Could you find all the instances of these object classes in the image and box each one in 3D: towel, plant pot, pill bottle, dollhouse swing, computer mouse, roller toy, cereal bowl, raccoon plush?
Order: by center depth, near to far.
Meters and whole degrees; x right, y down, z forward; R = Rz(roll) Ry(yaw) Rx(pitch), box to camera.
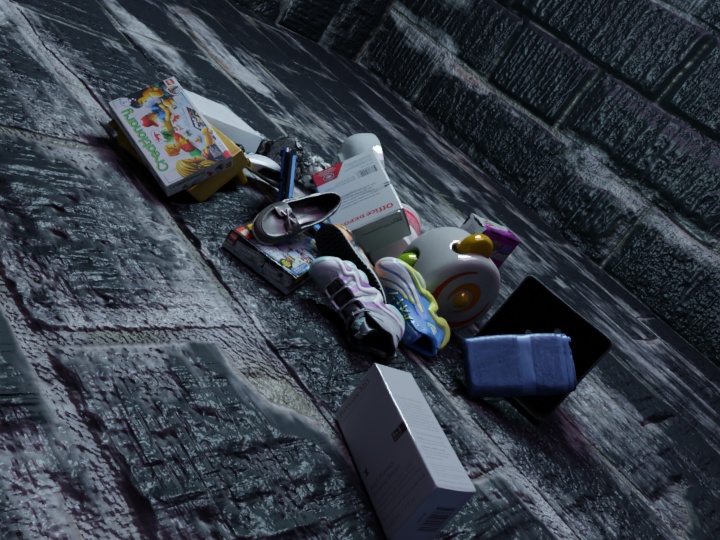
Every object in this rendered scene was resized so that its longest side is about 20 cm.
[{"bbox_3d":[0.279,0.168,1.238,0.200,0.049,0.112,-1,73,-7],"label":"towel"},{"bbox_3d":[-0.329,-0.205,1.297,0.200,0.176,0.182,39,62,10],"label":"dollhouse swing"},{"bbox_3d":[0.174,0.021,1.361,0.183,0.200,0.140,61,0,-42],"label":"roller toy"},{"bbox_3d":[0.352,0.151,1.373,0.200,0.200,0.177,42,9,18],"label":"plant pot"},{"bbox_3d":[-0.219,-0.226,1.431,0.110,0.044,0.200,29,-2,43],"label":"computer mouse"},{"bbox_3d":[0.072,-0.069,1.504,0.112,0.112,0.200,33,20,-6],"label":"pill bottle"},{"bbox_3d":[-0.018,-0.215,1.592,0.083,0.200,0.200,1,33,-19],"label":"cereal bowl"},{"bbox_3d":[-0.153,-0.265,1.628,0.134,0.097,0.200,22,23,-50],"label":"raccoon plush"}]

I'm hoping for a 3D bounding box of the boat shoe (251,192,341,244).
[{"bbox_3d":[-0.106,-0.099,1.195,0.200,0.057,0.067,-29,90,-52],"label":"boat shoe"}]

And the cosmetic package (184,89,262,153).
[{"bbox_3d":[-0.324,-0.327,1.511,0.151,0.052,0.200,12,22,-42],"label":"cosmetic package"}]

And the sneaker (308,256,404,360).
[{"bbox_3d":[-0.008,0.067,1.124,0.200,0.078,0.140,38,22,-10],"label":"sneaker"}]

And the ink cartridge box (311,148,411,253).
[{"bbox_3d":[0.000,-0.134,1.411,0.084,0.144,0.200,65,2,-48],"label":"ink cartridge box"}]

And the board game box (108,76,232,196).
[{"bbox_3d":[-0.324,-0.232,1.192,0.126,0.035,0.200,-31,72,-23],"label":"board game box"}]

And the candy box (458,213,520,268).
[{"bbox_3d":[0.233,-0.017,1.515,0.136,0.200,0.061,15,29,-45],"label":"candy box"}]

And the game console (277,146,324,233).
[{"bbox_3d":[-0.098,-0.151,1.372,0.118,0.171,0.200,7,9,-4],"label":"game console"}]

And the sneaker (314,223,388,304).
[{"bbox_3d":[0.000,0.000,1.252,0.200,0.070,0.090,58,23,6],"label":"sneaker"}]

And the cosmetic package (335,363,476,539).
[{"bbox_3d":[0.049,0.221,0.859,0.074,0.102,0.200,21,24,-36],"label":"cosmetic package"}]

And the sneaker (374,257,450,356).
[{"bbox_3d":[0.090,0.069,1.242,0.200,0.076,0.105,50,27,-10],"label":"sneaker"}]

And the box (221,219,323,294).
[{"bbox_3d":[-0.136,-0.037,1.219,0.137,0.040,0.200,36,21,5],"label":"box"}]
